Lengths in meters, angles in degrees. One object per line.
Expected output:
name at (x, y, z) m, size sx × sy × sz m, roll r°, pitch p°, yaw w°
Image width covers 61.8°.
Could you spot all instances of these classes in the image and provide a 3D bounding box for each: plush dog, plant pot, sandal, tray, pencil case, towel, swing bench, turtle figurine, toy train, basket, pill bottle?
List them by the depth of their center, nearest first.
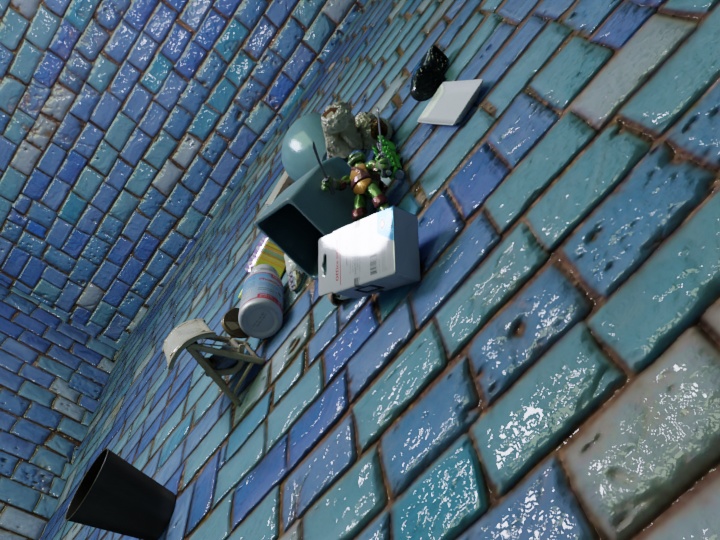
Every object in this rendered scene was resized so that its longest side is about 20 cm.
turtle figurine at (-0.007, -0.174, 1.200) m, size 0.201 × 0.140 × 0.198 m, roll 96°, pitch 158°, yaw -68°
tray at (0.190, -0.350, 1.270) m, size 0.109 × 0.022 × 0.200 m, roll -57°, pitch 22°, yaw 4°
plant pot at (-0.082, -0.135, 1.344) m, size 0.194 × 0.196 × 0.202 m, roll -20°, pitch 33°, yaw 56°
toy train at (0.064, -0.252, 1.357) m, size 0.042 × 0.055 × 0.202 m, roll -61°, pitch 19°, yaw 26°
basket at (-0.538, 0.528, 1.381) m, size 0.182 × 0.198 × 0.136 m, roll -53°, pitch 23°, yaw 10°
swing bench at (-0.361, 0.202, 1.449) m, size 0.132 × 0.198 × 0.198 m, roll -58°, pitch 22°, yaw -8°
plush dog at (-0.003, -0.339, 1.499) m, size 0.167 × 0.165 × 0.201 m, roll -6°, pitch 19°, yaw 4°
pill bottle at (-0.245, 0.070, 1.505) m, size 0.109 × 0.108 × 0.202 m, roll -47°, pitch 24°, yaw 20°
sandal at (-0.299, 0.131, 1.520) m, size 0.054 × 0.081 × 0.200 m, roll -38°, pitch 2°, yaw 15°
plant pot at (-0.098, -0.309, 1.631) m, size 0.202 × 0.199 × 0.134 m, roll -55°, pitch 42°, yaw 1°
towel at (-0.257, 0.004, 1.662) m, size 0.018 × 0.084 × 0.204 m, roll 96°, pitch -163°, yaw -68°
pencil case at (-0.256, -0.061, 1.746) m, size 0.202 × 0.083 × 0.086 m, roll -56°, pitch -13°, yaw -3°

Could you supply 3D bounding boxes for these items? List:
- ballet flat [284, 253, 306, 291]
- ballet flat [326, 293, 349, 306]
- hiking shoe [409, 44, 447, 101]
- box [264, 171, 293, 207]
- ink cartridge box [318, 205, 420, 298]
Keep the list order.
ballet flat at (-0.158, -0.042, 1.527) m, size 0.072 × 0.071 × 0.204 m, roll -29°, pitch 35°, yaw 48°
ballet flat at (0.000, 0.000, 1.162) m, size 0.200 × 0.067 × 0.068 m, roll -49°, pitch 42°, yaw 33°
hiking shoe at (0.154, -0.449, 1.431) m, size 0.087 × 0.074 × 0.202 m, roll -43°, pitch 15°, yaw 46°
box at (-0.210, -0.268, 1.910) m, size 0.203 × 0.094 × 0.077 m, roll -61°, pitch 23°, yaw -6°
ink cartridge box at (0.011, -0.023, 1.057) m, size 0.197 × 0.066 × 0.119 m, roll -18°, pitch 67°, yaw 45°
